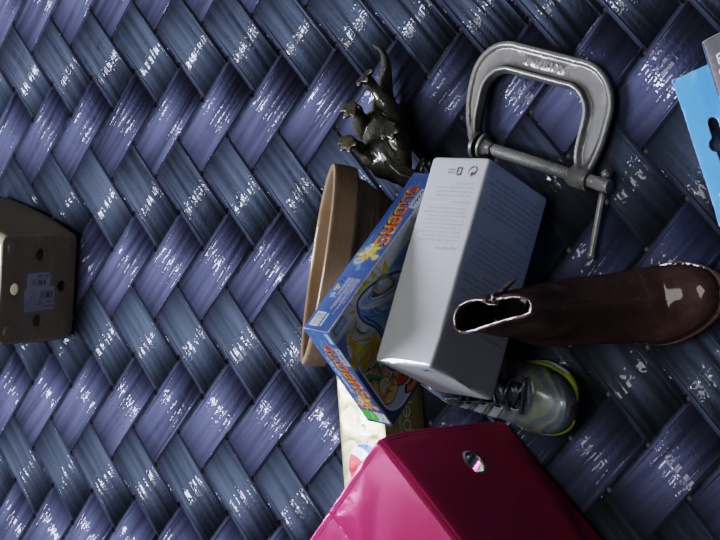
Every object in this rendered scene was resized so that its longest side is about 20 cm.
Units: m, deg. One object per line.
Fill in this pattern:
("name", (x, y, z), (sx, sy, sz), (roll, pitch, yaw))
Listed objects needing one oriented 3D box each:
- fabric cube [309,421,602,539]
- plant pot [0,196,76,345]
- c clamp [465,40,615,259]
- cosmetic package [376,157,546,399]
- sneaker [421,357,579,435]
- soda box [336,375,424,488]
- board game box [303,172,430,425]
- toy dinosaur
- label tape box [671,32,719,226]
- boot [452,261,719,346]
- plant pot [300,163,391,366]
("fabric cube", (0.089, 0.286, 1.485), (0.200, 0.195, 0.201), (50, 122, 31))
("plant pot", (-0.476, 0.010, 2.039), (0.176, 0.199, 0.202), (7, 96, 32))
("c clamp", (0.168, -0.127, 1.516), (0.199, 0.027, 0.172), (29, 111, 39))
("cosmetic package", (0.095, 0.007, 1.470), (0.071, 0.101, 0.202), (5, 73, 43))
("sneaker", (0.123, 0.114, 1.527), (0.199, 0.081, 0.075), (13, 100, 43))
("soda box", (0.023, 0.165, 1.637), (0.067, 0.064, 0.202), (-7, 87, 44))
("board game box", (0.040, 0.026, 1.500), (0.034, 0.136, 0.201), (8, 53, 43))
("toy dinosaur", (0.024, -0.139, 1.616), (0.077, 0.102, 0.201), (-28, 54, 11))
("label tape box", (0.347, -0.136, 1.319), (0.199, 0.066, 0.144), (-25, 74, 40))
("boot", (0.202, 0.036, 1.390), (0.199, 0.166, 0.073), (-11, 83, 43))
("plant pot", (0.000, 0.000, 1.575), (0.201, 0.092, 0.203), (-171, 90, -86))
